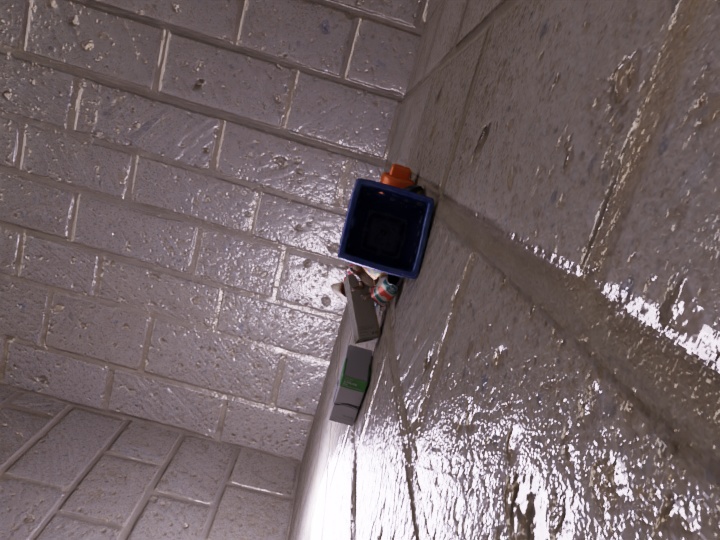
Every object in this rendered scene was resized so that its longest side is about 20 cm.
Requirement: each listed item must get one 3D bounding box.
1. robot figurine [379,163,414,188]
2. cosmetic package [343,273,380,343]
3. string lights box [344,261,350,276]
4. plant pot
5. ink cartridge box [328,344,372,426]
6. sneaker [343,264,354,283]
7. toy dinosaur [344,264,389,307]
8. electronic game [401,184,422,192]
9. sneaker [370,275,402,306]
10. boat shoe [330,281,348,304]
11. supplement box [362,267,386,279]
[{"bbox_3d":[0.109,-0.243,1.819,0.144,0.116,0.202,36,115,49],"label":"robot figurine"},{"bbox_3d":[0.003,0.117,1.716,0.104,0.072,0.202,119,143,-73],"label":"cosmetic package"},{"bbox_3d":[0.006,0.016,2.039,0.200,0.102,0.060,70,-151,-72],"label":"string lights box"},{"bbox_3d":[0.062,-0.095,1.378,0.180,0.198,0.202,55,-130,-87],"label":"plant pot"},{"bbox_3d":[-0.032,0.358,1.729,0.146,0.083,0.202,-80,6,-59],"label":"ink cartridge box"},{"bbox_3d":[0.000,0.000,1.847,0.201,0.086,0.074,121,164,-44],"label":"sneaker"},{"bbox_3d":[0.037,0.012,1.644,0.135,0.200,0.086,-39,-20,-33],"label":"toy dinosaur"},{"bbox_3d":[0.089,-0.188,1.592,0.042,0.199,0.200,62,175,0],"label":"electronic game"},{"bbox_3d":[0.092,0.011,1.560,0.093,0.070,0.201,-40,19,37],"label":"sneaker"},{"bbox_3d":[-0.030,0.097,2.051,0.065,0.200,0.073,2,66,43],"label":"boat shoe"},{"bbox_3d":[0.076,-0.074,1.550,0.066,0.069,0.201,-22,34,48],"label":"supplement box"}]
